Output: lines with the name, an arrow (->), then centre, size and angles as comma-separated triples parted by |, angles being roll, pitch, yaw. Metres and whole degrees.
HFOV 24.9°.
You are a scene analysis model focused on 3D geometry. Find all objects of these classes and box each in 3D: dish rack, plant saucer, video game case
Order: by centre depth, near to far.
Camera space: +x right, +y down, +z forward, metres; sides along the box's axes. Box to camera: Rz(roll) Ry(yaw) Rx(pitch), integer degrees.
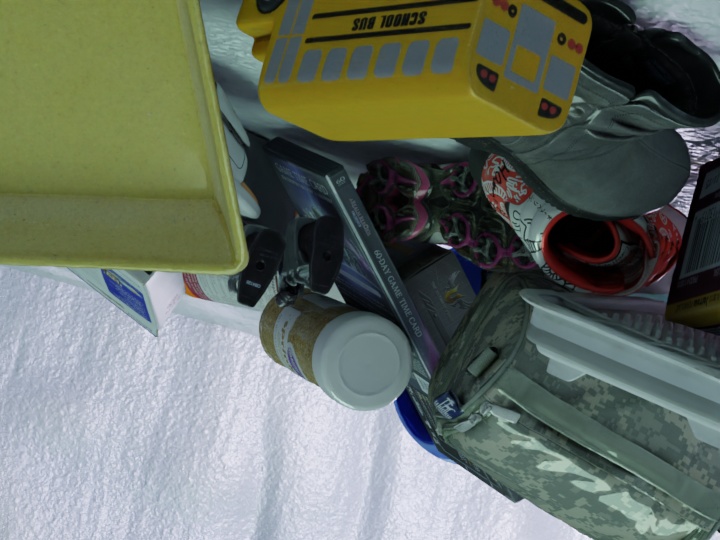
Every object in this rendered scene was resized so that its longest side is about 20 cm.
plant saucer -> -0.161, -0.096, 0.886 | 0.200, 0.048, 0.200 | 3, 124, 16
dish rack -> 0.196, 0.059, 0.946 | 0.172, 0.044, 0.200 | 22, -169, 35
video game case -> 0.000, 0.000, 1.194 | 0.200, 0.019, 0.143 | 63, 167, -21

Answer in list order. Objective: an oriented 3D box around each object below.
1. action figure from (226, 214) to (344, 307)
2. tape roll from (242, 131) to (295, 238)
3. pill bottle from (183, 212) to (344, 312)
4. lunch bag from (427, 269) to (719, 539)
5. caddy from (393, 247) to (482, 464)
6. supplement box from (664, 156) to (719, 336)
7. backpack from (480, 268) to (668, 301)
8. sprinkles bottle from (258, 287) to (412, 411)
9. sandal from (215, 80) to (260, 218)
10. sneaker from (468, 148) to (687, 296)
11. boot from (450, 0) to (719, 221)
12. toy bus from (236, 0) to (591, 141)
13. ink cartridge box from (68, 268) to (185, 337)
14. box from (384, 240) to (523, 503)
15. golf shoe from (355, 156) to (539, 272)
action figure -> -0.087, -0.011, 1.188 | 0.130, 0.069, 0.200 | 7, 180, -24
tape roll -> -0.147, -0.077, 1.312 | 0.200, 0.066, 0.200 | 16, 172, 2
pill bottle -> -0.067, -0.015, 1.437 | 0.200, 0.110, 0.110 | 10, 171, 30
lunch bag -> 0.148, 0.095, 1.079 | 0.200, 0.139, 0.168 | 31, -175, -8
caddy -> 0.108, 0.071, 1.442 | 0.141, 0.200, 0.105 | 14, -171, 15
supplement box -> 0.289, 0.003, 0.906 | 0.200, 0.103, 0.131 | 17, 172, -5
backpack -> 0.186, 0.056, 1.266 | 0.177, 0.151, 0.200 | 23, -177, -16
sprinkles bottle -> -0.022, 0.055, 1.218 | 0.068, 0.068, 0.200 | 18, 180, -17
sandal -> -0.120, -0.112, 1.068 | 0.079, 0.059, 0.207 | 21, 159, 52
sneaker -> 0.156, -0.012, 0.979 | 0.201, 0.067, 0.108 | 30, -162, -35
boot -> 0.132, -0.074, 0.816 | 0.200, 0.070, 0.132 | 15, 168, -39
toy bus -> 0.015, -0.104, 0.759 | 0.065, 0.078, 0.200 | 21, 170, -35
ink cartridge box -> -0.169, -0.013, 1.106 | 0.099, 0.039, 0.200 | 37, 167, 3
box -> 0.066, 0.067, 1.260 | 0.200, 0.048, 0.158 | 62, 167, -16
golf shoe -> 0.088, -0.043, 1.126 | 0.092, 0.073, 0.200 | 2, -170, -39
